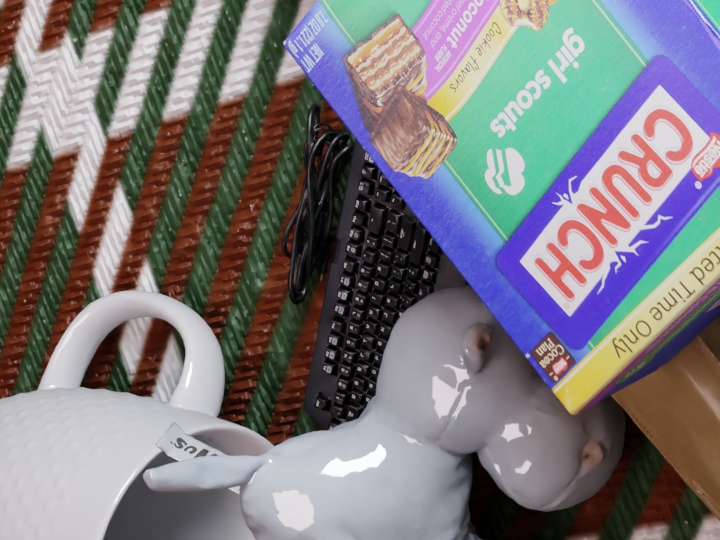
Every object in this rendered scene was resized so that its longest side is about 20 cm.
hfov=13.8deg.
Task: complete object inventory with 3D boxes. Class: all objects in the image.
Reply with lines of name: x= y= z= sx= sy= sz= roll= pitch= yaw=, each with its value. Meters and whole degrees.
boot: x=0.171 y=0.103 z=1.294 sx=0.200 sy=0.066 sz=0.175 roll=50 pitch=155 yaw=22
hippo plush: x=0.031 y=0.079 z=1.386 sx=0.200 sy=0.159 sz=0.161 roll=38 pitch=99 yaw=-5
keyboard: x=0.000 y=0.000 z=1.429 sx=0.104 sy=0.040 sz=0.201 roll=28 pitch=121 yaw=29
cookie box: x=0.090 y=-0.073 z=1.184 sx=0.200 sy=0.075 sz=0.171 roll=52 pitch=130 yaw=11
mug: x=-0.131 y=0.108 z=1.527 sx=0.175 sy=0.147 sz=0.201 roll=13 pitch=85 yaw=44
